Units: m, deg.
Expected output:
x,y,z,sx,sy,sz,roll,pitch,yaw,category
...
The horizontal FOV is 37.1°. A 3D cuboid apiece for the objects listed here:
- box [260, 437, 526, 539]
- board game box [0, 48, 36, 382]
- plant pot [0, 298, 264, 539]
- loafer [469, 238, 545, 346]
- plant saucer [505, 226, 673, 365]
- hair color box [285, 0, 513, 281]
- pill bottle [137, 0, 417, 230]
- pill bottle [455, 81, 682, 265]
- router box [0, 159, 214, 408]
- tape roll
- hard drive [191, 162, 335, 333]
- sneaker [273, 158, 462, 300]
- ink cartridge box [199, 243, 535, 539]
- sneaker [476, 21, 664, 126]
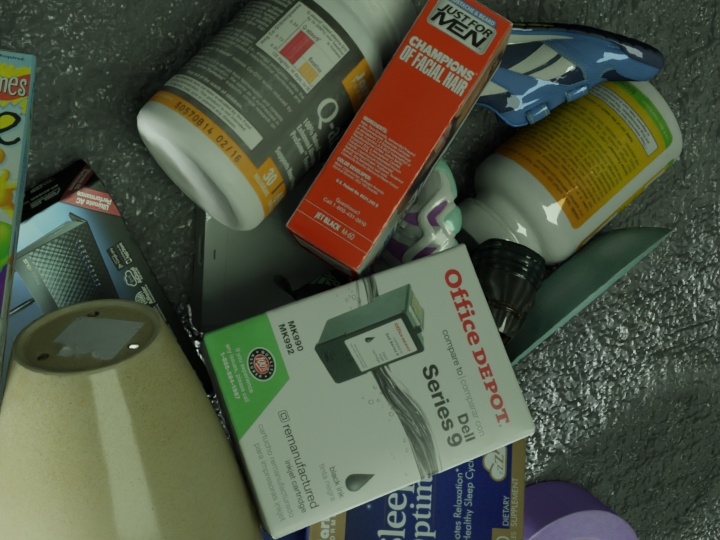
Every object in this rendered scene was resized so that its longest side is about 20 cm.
x,y,z,sx,sy,sz,roll,pitch,yaw,category
0.026,0.165,0.811,0.198,0.032,0.122,5,79,-9,box
-0.259,-0.026,0.646,0.102,0.105,0.202,6,64,-16,board game box
-0.160,0.128,0.700,0.186,0.187,0.202,-15,118,-23,plant pot
0.089,0.045,0.885,0.072,0.200,0.073,20,65,0,loafer
0.187,0.017,0.951,0.200,0.201,0.039,-38,79,-12,plant saucer
0.028,-0.093,0.774,0.064,0.111,0.201,31,87,4,hair color box
-0.055,-0.135,0.774,0.200,0.116,0.117,-48,122,-15,pill bottle
0.168,-0.076,0.921,0.200,0.111,0.111,-41,121,-10,pill bottle
-0.216,0.042,0.786,0.149,0.062,0.201,-32,119,-13,router box
0.192,0.321,1.100,0.198,0.066,0.202,-10,111,-26,tape roll
-0.038,-0.022,0.881,0.198,0.026,0.133,-3,109,-26,hard drive
0.000,0.000,0.850,0.139,0.078,0.202,6,93,-19,sneaker
0.003,0.082,0.761,0.198,0.084,0.147,-20,84,-13,ink cartridge box
0.145,-0.160,0.876,0.198,0.074,0.083,2,106,3,sneaker
